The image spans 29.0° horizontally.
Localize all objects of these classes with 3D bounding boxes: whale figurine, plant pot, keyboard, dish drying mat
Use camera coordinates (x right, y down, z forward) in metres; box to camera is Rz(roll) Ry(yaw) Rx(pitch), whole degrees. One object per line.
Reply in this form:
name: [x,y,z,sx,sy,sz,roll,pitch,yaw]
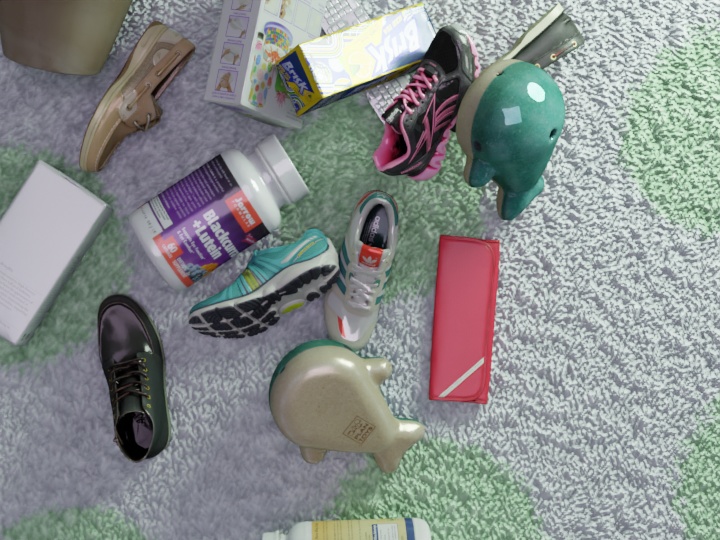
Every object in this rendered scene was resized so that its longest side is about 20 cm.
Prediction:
whale figurine: [-0.019,0.161,1.671,0.199,0.104,0.160,32,102,-24]
whale figurine: [0.187,-0.144,1.613,0.103,0.201,0.159,25,56,37]
plant pot: [-0.345,-0.326,1.622,0.198,0.200,0.175,13,105,-1]
keyboard: [0.012,-0.256,1.706,0.056,0.011,0.201,-33,91,-1]
dish drying mat: [0.127,0.060,1.703,0.076,0.018,0.202,4,90,0]

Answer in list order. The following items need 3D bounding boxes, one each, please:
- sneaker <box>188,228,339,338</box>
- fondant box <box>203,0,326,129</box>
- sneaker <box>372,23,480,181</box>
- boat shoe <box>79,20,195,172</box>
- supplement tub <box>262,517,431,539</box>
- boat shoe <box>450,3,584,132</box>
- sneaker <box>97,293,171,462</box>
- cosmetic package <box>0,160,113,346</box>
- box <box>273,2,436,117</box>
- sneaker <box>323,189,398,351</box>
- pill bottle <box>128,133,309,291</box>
sneaker: [-0.117,0.018,1.680,0.199,0.078,0.080,-27,54,7]
fondant box: [-0.106,-0.280,1.632,0.058,0.144,0.202,10,89,27]
sneaker: [0.071,-0.192,1.627,0.079,0.095,0.202,42,124,38]
boat shoe: [-0.269,-0.199,1.669,0.064,0.071,0.201,30,88,0]
supplement tub: [-0.015,0.366,1.635,0.198,0.144,0.146,-1,90,-1]
boat shoe: [0.181,-0.232,1.677,0.201,0.074,0.063,-40,98,3]
sneaker: [-0.269,0.125,1.649,0.074,0.106,0.202,-16,90,-1]
cosmetic package: [-0.392,-0.020,1.666,0.101,0.074,0.201,34,87,-1]
box: [0.001,-0.249,1.630,0.199,0.064,0.071,-26,91,-36]
sneaker: [0.000,0.000,1.662,0.070,0.093,0.202,15,89,-1]
pill bottle: [-0.164,-0.073,1.650,0.199,0.111,0.112,-34,90,-1]
